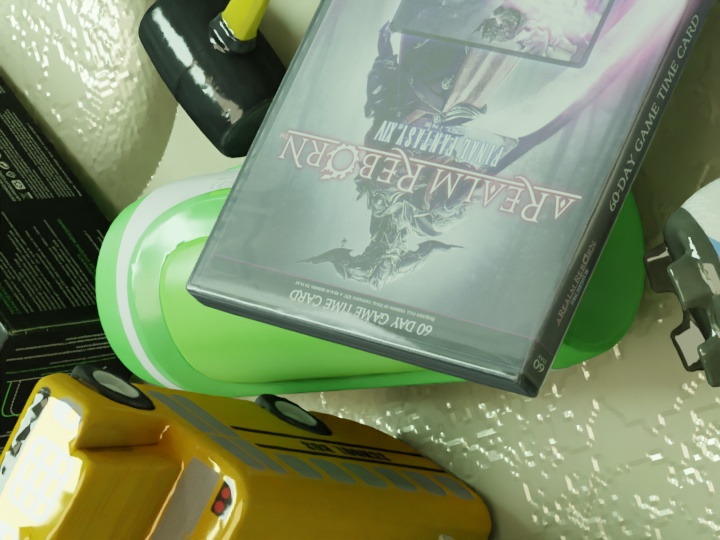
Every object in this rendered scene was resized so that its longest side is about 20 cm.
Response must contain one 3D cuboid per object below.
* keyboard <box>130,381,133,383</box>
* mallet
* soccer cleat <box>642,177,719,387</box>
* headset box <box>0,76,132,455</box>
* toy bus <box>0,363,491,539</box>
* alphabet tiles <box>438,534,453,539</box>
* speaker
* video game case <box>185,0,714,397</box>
[{"bbox_3d":[-0.033,0.106,1.170,0.200,0.011,0.056,28,119,33],"label":"keyboard"},{"bbox_3d":[-0.022,-0.112,1.071,0.066,0.041,0.200,59,144,13],"label":"mallet"},{"bbox_3d":[0.162,0.058,0.966,0.070,0.086,0.200,-127,16,-75],"label":"soccer cleat"},{"bbox_3d":[-0.197,0.027,1.229,0.174,0.093,0.200,53,126,25],"label":"headset box"},{"bbox_3d":[-0.042,0.086,1.043,0.078,0.200,0.065,34,102,32],"label":"toy bus"},{"bbox_3d":[0.014,0.199,1.021,0.166,0.006,0.200,-100,21,-59],"label":"alphabet tiles"},{"bbox_3d":[0.000,0.000,1.075,0.200,0.088,0.088,-6,94,39],"label":"speaker"},{"bbox_3d":[0.039,-0.064,1.007,0.143,0.019,0.200,15,72,36],"label":"video game case"}]
